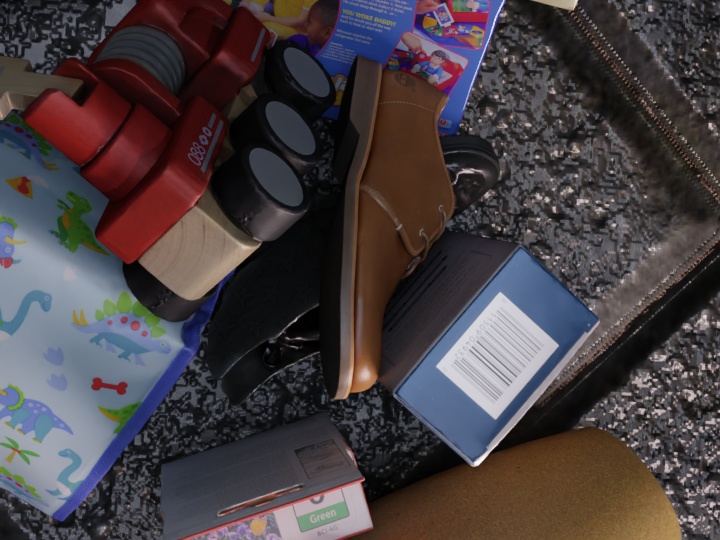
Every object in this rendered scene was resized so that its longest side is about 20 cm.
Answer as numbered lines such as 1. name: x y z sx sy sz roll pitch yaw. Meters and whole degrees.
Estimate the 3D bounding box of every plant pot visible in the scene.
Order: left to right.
1. plant pot: 0.084 0.184 0.817 0.199 0.186 0.187 -34 98 -19

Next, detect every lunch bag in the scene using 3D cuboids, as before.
1. lunch bag: -0.193 0.037 0.783 0.169 0.128 0.200 34 118 -8

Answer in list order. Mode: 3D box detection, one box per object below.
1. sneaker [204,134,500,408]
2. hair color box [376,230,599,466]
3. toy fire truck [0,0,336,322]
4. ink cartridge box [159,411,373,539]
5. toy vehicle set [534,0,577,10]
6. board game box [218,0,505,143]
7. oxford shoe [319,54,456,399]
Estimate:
1. sneaker: -0.001 -0.002 0.813 0.198 0.060 0.105 -20 51 1
2. hair color box: 0.055 0.036 0.776 0.060 0.200 0.100 42 88 -8
3. toy fire truck: -0.132 -0.089 0.718 0.200 0.177 0.128 41 120 -19
4. ink cartridge box: -0.053 0.131 0.767 0.108 0.200 0.051 -18 96 -6
5. toy vehicle set: 0.058 -0.219 0.772 0.123 0.201 0.027 14 128 -8
6. board game box: -0.022 -0.159 0.797 0.198 0.045 0.135 13 127 -9
7. oxford shoe: 0.017 -0.024 0.751 0.071 0.071 0.201 13 66 -9
